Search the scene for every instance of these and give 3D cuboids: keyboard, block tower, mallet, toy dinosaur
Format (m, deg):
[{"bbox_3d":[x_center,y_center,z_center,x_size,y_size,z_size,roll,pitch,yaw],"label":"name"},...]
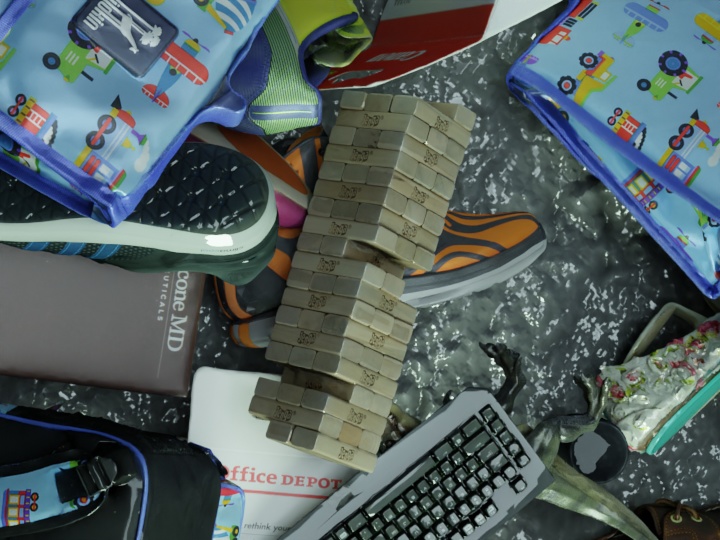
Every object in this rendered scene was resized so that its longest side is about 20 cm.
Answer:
[{"bbox_3d":[0.024,0.169,0.987,0.200,0.021,0.127,-38,104,-7],"label":"keyboard"},{"bbox_3d":[0.000,0.000,0.968,0.058,0.054,0.201,27,77,-49],"label":"block tower"},{"bbox_3d":[0.067,0.146,1.085,0.199,0.066,0.041,-31,94,-3],"label":"mallet"},{"bbox_3d":[0.095,0.094,1.032,0.199,0.047,0.089,21,78,-13],"label":"toy dinosaur"}]

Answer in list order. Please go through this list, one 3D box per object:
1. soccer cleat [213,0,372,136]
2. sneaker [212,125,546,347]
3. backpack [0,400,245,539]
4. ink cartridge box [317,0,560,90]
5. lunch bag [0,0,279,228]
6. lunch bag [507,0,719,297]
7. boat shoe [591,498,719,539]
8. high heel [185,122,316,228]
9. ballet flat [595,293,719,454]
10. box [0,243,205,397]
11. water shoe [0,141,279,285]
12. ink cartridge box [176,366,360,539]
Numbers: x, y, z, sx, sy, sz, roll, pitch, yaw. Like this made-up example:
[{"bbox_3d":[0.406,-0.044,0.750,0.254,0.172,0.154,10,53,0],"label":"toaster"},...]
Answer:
[{"bbox_3d":[-0.028,-0.139,0.992,0.083,0.065,0.201,9,42,11],"label":"soccer cleat"},{"bbox_3d":[0.009,-0.032,1.040,0.199,0.078,0.113,-15,95,-20],"label":"sneaker"},{"bbox_3d":[-0.181,0.154,0.928,0.199,0.134,0.184,9,89,25],"label":"backpack"},{"bbox_3d":[0.053,-0.160,1.015,0.199,0.162,0.050,-25,103,-18],"label":"ink cartridge box"},{"bbox_3d":[-0.142,-0.122,0.872,0.199,0.094,0.151,32,70,4],"label":"lunch bag"},{"bbox_3d":[0.196,-0.113,1.092,0.200,0.094,0.151,43,73,7],"label":"lunch bag"},{"bbox_3d":[0.184,0.176,1.104,0.199,0.070,0.071,-23,101,-19],"label":"boat shoe"},{"bbox_3d":[-0.122,-0.053,0.970,0.199,0.068,0.096,31,110,-16],"label":"high heel"},{"bbox_3d":[0.222,0.035,1.127,0.200,0.076,0.064,-35,67,-23],"label":"ballet flat"},{"bbox_3d":[-0.186,0.005,0.967,0.199,0.075,0.101,8,92,-21],"label":"box"},{"bbox_3d":[-0.140,-0.028,0.904,0.199,0.079,0.072,11,62,8],"label":"water shoe"},{"bbox_3d":[-0.061,0.157,1.016,0.116,0.067,0.201,8,87,-21],"label":"ink cartridge box"}]
